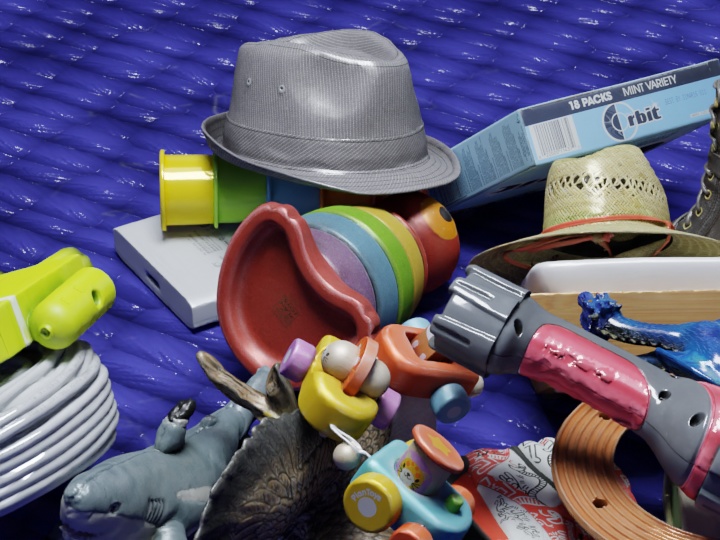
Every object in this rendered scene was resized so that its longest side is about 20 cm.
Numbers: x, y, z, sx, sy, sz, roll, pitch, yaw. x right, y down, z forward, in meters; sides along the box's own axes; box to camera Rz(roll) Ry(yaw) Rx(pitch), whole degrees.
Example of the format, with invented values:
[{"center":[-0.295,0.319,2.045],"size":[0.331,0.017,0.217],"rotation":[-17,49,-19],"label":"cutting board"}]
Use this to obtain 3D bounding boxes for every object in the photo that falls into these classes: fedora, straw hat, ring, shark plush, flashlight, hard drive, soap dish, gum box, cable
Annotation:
[{"center":[-0.021,-0.123,1.428],"size":[0.176,0.091,0.199],"rotation":[-10,21,-38],"label":"fedora"},{"center":[0.166,-0.040,1.340],"size":[0.199,0.201,0.086],"rotation":[-1,75,-1],"label":"straw hat"},{"center":[0.206,0.116,1.115],"size":[0.198,0.019,0.201],"rotation":[0,32,0],"label":"ring"},{"center":[-0.104,0.118,1.199],"size":[0.090,0.084,0.199],"rotation":[27,41,37],"label":"shark plush"},{"center":[0.132,0.065,1.072],"size":[0.199,0.068,0.068],"rotation":[27,69,13],"label":"flashlight"},{"center":[-0.067,-0.023,1.485],"size":[0.199,0.026,0.132],"rotation":[-18,35,-26],"label":"hard drive"},{"center":[0.197,0.039,1.271],"size":[0.198,0.082,0.157],"rotation":[-1,-6,0],"label":"soap dish"},{"center":[0.153,-0.094,1.475],"size":[0.169,0.045,0.200],"rotation":[-16,-3,-23],"label":"gum box"},{"center":[-0.243,0.102,1.190],"size":[0.198,0.070,0.200],"rotation":[-21,13,-7],"label":"cable"}]

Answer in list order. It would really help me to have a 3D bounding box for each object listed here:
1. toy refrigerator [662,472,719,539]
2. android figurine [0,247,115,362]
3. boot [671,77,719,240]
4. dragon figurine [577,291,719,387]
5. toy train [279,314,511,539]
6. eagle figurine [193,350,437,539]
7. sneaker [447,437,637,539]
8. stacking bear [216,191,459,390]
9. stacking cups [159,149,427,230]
[{"center":[0.208,0.162,1.130],"size":[0.069,0.077,0.201],"rotation":[1,32,3],"label":"toy refrigerator"},{"center":[-0.241,0.038,1.202],"size":[0.181,0.041,0.200],"rotation":[-14,14,21],"label":"android figurine"},{"center":[0.251,-0.057,1.391],"size":[0.199,0.175,0.069],"rotation":[20,37,29],"label":"boot"},{"center":[0.200,0.067,1.121],"size":[0.099,0.059,0.200],"rotation":[-16,34,-24],"label":"dragon figurine"},{"center":[0.039,0.082,1.090],"size":[0.149,0.056,0.201],"rotation":[14,34,-32],"label":"toy train"},{"center":[-0.027,0.139,1.132],"size":[0.150,0.152,0.200],"rotation":[6,20,-8],"label":"eagle figurine"},{"center":[0.120,0.161,1.140],"size":[0.107,0.068,0.202],"rotation":[-13,31,-14],"label":"sneaker"},{"center":[0.000,0.000,1.370],"size":[0.122,0.114,0.200],"rotation":[51,37,8],"label":"stacking bear"},{"center":[-0.050,-0.065,1.469],"size":[0.198,0.061,0.061],"rotation":[-4,31,-4],"label":"stacking cups"}]
